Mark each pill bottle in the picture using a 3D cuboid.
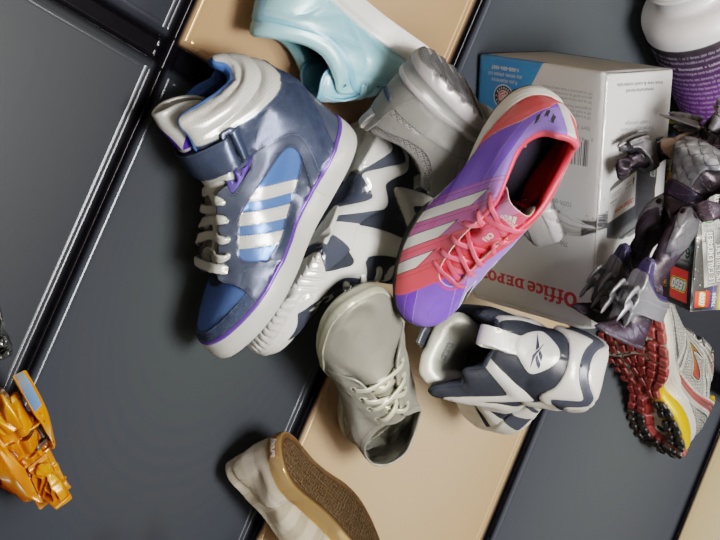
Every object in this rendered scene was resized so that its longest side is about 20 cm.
[{"bbox_3d":[0.310,-0.199,1.530,0.112,0.111,0.201,-47,126,-20],"label":"pill bottle"}]

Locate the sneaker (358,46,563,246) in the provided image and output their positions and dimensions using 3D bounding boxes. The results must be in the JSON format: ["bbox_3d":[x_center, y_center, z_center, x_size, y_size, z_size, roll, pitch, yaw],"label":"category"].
[{"bbox_3d":[0.078,-0.082,1.326,0.082,0.075,0.200,-36,121,18],"label":"sneaker"}]

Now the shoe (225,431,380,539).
[{"bbox_3d":[-0.036,0.195,1.385,0.053,0.070,0.200,-24,131,15],"label":"shoe"}]

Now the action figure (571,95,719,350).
[{"bbox_3d":[0.232,-0.042,1.308,0.069,0.130,0.201,23,98,-33],"label":"action figure"}]

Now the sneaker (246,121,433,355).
[{"bbox_3d":[0.000,0.000,1.343,0.129,0.079,0.200,39,65,-30],"label":"sneaker"}]

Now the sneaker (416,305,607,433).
[{"bbox_3d":[0.091,0.072,1.380,0.129,0.199,0.080,20,80,-18],"label":"sneaker"}]

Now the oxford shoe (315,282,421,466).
[{"bbox_3d":[0.012,0.081,1.340,0.075,0.058,0.201,-28,144,-15],"label":"oxford shoe"}]

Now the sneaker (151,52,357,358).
[{"bbox_3d":[-0.104,-0.055,1.256,0.146,0.080,0.201,31,87,-28],"label":"sneaker"}]

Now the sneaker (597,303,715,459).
[{"bbox_3d":[0.273,0.073,1.599,0.082,0.078,0.201,-44,134,-28],"label":"sneaker"}]

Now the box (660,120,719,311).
[{"bbox_3d":[0.240,-0.056,1.451,0.040,0.200,0.138,-3,103,-20],"label":"box"}]

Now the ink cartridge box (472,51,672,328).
[{"bbox_3d":[0.167,-0.069,1.422,0.083,0.145,0.202,-8,106,-38],"label":"ink cartridge box"}]

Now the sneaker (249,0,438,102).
[{"bbox_3d":[-0.006,-0.152,1.313,0.199,0.074,0.082,34,83,-29],"label":"sneaker"}]

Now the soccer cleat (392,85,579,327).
[{"bbox_3d":[0.088,-0.036,1.260,0.068,0.073,0.201,25,109,-24],"label":"soccer cleat"}]

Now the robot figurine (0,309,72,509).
[{"bbox_3d":[-0.271,0.092,1.156,0.145,0.058,0.201,-40,123,-28],"label":"robot figurine"}]
